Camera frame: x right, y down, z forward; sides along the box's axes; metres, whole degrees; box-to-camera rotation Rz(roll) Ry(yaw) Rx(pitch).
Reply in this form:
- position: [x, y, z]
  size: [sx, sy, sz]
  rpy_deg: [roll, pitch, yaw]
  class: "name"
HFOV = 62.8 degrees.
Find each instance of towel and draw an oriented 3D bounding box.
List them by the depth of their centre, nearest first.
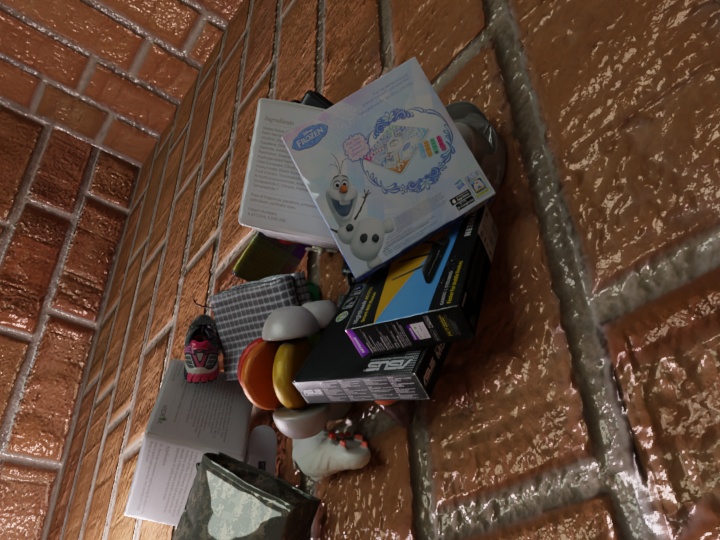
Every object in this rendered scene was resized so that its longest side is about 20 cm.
- position: [-0.170, 0.102, 1.029]
  size: [0.195, 0.085, 0.170]
  rpy_deg: [-14, 95, 30]
  class: "towel"
- position: [-0.158, -0.053, 1.157]
  size: [0.023, 0.143, 0.203]
  rpy_deg: [34, 93, 38]
  class: "towel"

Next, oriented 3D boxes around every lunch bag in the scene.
- position: [-0.183, 0.386, 0.882]
  size: [0.195, 0.117, 0.168]
  rpy_deg: [17, 83, 23]
  class: "lunch bag"

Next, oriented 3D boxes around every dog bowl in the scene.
- position: [0.127, -0.138, 0.855]
  size: [0.199, 0.058, 0.205]
  rpy_deg: [-35, 43, 41]
  class: "dog bowl"

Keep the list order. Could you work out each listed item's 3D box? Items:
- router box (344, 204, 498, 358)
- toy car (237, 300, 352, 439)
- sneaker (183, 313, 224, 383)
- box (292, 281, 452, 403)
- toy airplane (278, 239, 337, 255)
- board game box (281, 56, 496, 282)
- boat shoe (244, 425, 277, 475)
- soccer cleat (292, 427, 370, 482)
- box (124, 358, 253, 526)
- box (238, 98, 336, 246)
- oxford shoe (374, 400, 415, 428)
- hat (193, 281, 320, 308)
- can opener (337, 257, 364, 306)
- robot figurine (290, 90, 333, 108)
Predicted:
- position: [0.080, 0.009, 0.715]
  size: [0.146, 0.052, 0.202]
  rpy_deg: [-16, 30, 31]
  class: "router box"
- position: [-0.102, 0.143, 0.874]
  size: [0.146, 0.199, 0.181]
  rpy_deg: [-8, 90, 24]
  class: "toy car"
- position: [-0.286, 0.127, 1.089]
  size: [0.200, 0.078, 0.077]
  rpy_deg: [-127, 38, -65]
  class: "sneaker"
- position: [0.032, 0.081, 0.761]
  size: [0.196, 0.048, 0.194]
  rpy_deg: [-12, 30, 39]
  class: "box"
- position: [-0.060, -0.123, 1.079]
  size: [0.139, 0.200, 0.202]
  rpy_deg: [33, 95, 13]
  class: "toy airplane"
- position: [0.032, -0.125, 0.729]
  size: [0.197, 0.043, 0.203]
  rpy_deg: [-29, 81, 0]
  class: "board game box"
- position: [-0.181, 0.372, 1.005]
  size: [0.066, 0.070, 0.206]
  rpy_deg: [128, 144, -58]
  class: "boat shoe"
- position: [-0.045, 0.273, 0.861]
  size: [0.198, 0.068, 0.080]
  rpy_deg: [-9, 72, 60]
  class: "soccer cleat"
- position: [-0.298, 0.311, 1.056]
  size: [0.202, 0.167, 0.203]
  rpy_deg: [-95, 25, -62]
  class: "box"
- position: [-0.055, -0.126, 0.869]
  size: [0.199, 0.194, 0.177]
  rpy_deg: [31, -109, -88]
  class: "box"
- position: [0.040, 0.132, 0.809]
  size: [0.070, 0.074, 0.201]
  rpy_deg: [-22, 24, 13]
  class: "oxford shoe"
- position: [-0.197, 0.081, 1.106]
  size: [0.201, 0.173, 0.168]
  rpy_deg: [-48, 34, 29]
  class: "hat"
- position: [0.000, 0.000, 0.988]
  size: [0.064, 0.053, 0.206]
  rpy_deg: [-3, 65, 19]
  class: "can opener"
- position: [-0.132, -0.290, 1.296]
  size: [0.202, 0.148, 0.125]
  rpy_deg: [-55, 46, 18]
  class: "robot figurine"
